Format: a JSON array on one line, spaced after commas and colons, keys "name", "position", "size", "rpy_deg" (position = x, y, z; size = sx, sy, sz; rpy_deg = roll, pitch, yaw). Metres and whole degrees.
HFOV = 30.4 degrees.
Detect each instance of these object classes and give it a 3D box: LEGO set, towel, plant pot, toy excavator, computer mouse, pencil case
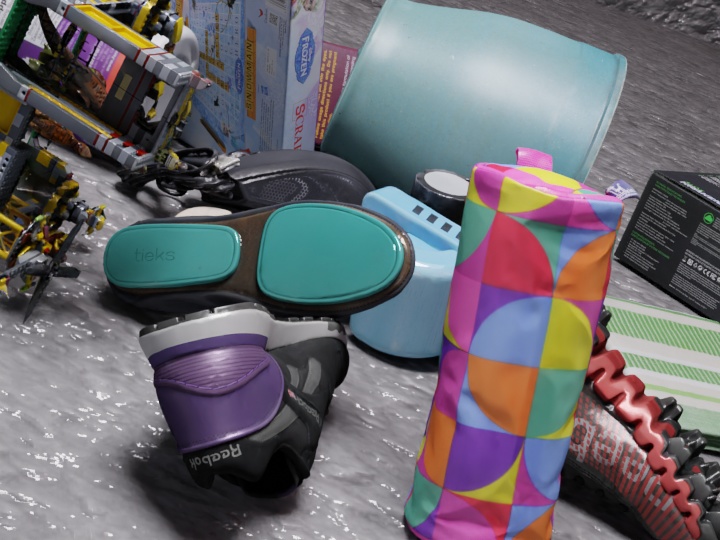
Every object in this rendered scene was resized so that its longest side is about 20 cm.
[{"name": "LEGO set", "position": [-0.145, -0.072, 0.751], "size": [0.115, 0.201, 0.154], "rpy_deg": [32, 8, 5]}, {"name": "towel", "position": [0.249, 0.080, 1.000], "size": [0.151, 0.024, 0.200], "rpy_deg": [14, 24, -20]}, {"name": "plant pot", "position": [0.076, -0.112, 1.025], "size": [0.186, 0.201, 0.200], "rpy_deg": [25, 21, -1]}, {"name": "toy excavator", "position": [0.000, 0.000, 0.861], "size": [0.194, 0.101, 0.199], "rpy_deg": [32, 32, 29]}, {"name": "computer mouse", "position": [-0.061, -0.066, 0.952], "size": [0.198, 0.053, 0.138], "rpy_deg": [12, -2, -36]}, {"name": "pencil case", "position": [0.077, 0.042, 0.668], "size": [0.087, 0.202, 0.088], "rpy_deg": [12, 9, -2]}]

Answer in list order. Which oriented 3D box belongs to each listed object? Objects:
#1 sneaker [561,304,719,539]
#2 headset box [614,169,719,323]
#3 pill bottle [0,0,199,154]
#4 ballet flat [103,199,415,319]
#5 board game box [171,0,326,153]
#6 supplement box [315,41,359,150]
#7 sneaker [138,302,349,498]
[{"name": "sneaker", "position": [0.138, 0.098, 0.780], "size": [0.201, 0.098, 0.071], "rpy_deg": [54, 17, 15]}, {"name": "headset box", "position": [0.370, -0.013, 1.244], "size": [0.199, 0.093, 0.174], "rpy_deg": [-1, 32, -48]}, {"name": "pill bottle", "position": [-0.231, -0.169, 0.996], "size": [0.199, 0.112, 0.111], "rpy_deg": [26, 21, 10]}, {"name": "ballet flat", "position": [-0.053, -0.001, 0.765], "size": [0.198, 0.074, 0.073], "rpy_deg": [0, 12, 24]}, {"name": "board game box", "position": [-0.114, -0.185, 1.023], "size": [0.199, 0.201, 0.041], "rpy_deg": [32, 44, 28]}, {"name": "supplement box", "position": [-0.009, -0.144, 1.151], "size": [0.198, 0.087, 0.110], "rpy_deg": [9, 3, -32]}, {"name": "sneaker", "position": [-0.052, 0.073, 0.674], "size": [0.075, 0.089, 0.200], "rpy_deg": [-16, -9, 15]}]
